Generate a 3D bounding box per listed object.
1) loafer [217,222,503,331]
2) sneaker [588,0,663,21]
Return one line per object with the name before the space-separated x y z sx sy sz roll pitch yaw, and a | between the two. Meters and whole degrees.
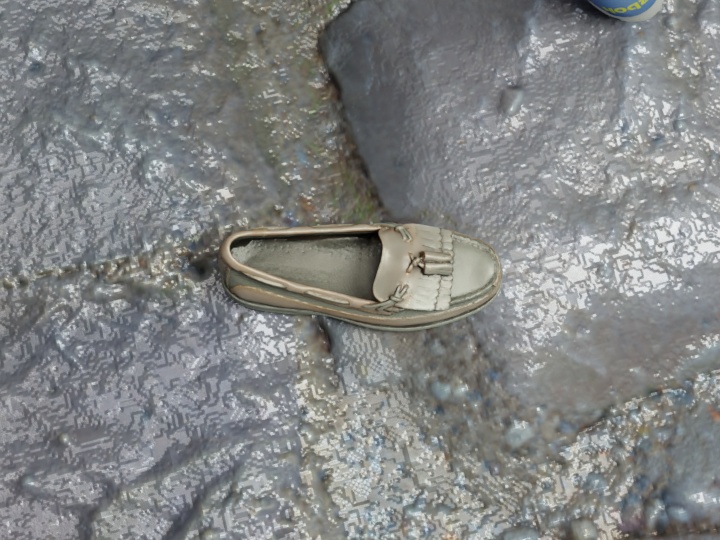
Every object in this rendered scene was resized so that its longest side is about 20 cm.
loafer | 0.000 0.000 0.949 0.197 0.063 0.073 1 74 2
sneaker | 0.159 -0.256 1.014 0.074 0.082 0.201 -34 57 20
